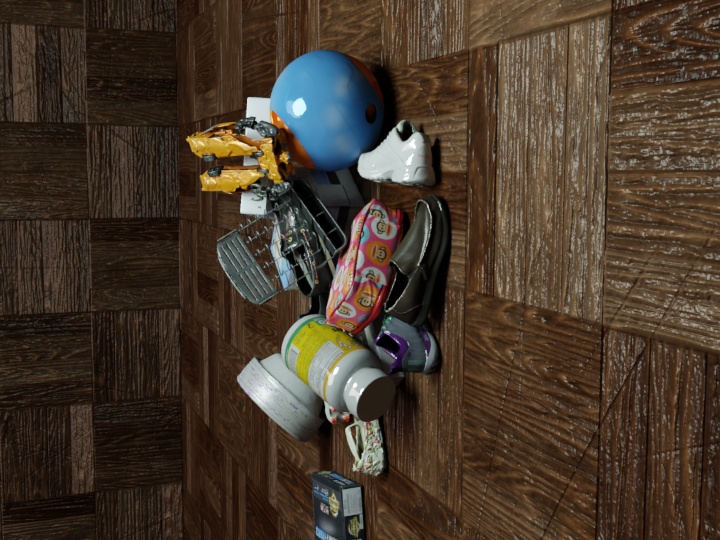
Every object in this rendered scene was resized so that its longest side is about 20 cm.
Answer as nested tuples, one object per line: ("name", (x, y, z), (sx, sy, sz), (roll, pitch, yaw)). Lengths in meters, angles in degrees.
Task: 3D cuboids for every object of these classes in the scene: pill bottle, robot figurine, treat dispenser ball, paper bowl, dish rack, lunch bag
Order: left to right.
("robot figurine", (-0.193, -0.189, 1.564), (0.197, 0.058, 0.147), (1, 118, 29))
("dish rack", (-0.138, -0.044, 1.572), (0.154, 0.198, 0.055), (53, 165, 18))
("paper bowl", (-0.154, 0.253, 1.942), (0.105, 0.200, 0.200), (-49, 26, -3))
("treat dispenser ball", (-0.057, -0.271, 1.592), (0.200, 0.197, 0.205), (178, 90, -69))
("pill bottle", (-0.035, 0.164, 1.553), (0.199, 0.111, 0.115), (34, 125, 43))
("lunch bag", (0.000, 0.000, 1.552), (0.176, 0.081, 0.203), (131, 157, -58))

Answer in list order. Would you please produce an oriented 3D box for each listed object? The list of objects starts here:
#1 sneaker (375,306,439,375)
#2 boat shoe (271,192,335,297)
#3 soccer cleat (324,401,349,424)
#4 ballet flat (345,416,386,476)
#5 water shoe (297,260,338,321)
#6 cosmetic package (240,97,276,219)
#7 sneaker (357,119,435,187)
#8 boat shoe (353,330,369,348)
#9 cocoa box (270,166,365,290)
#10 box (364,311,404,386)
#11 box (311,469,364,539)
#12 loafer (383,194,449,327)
("sneaker", (0.056, 0.079, 1.481), (0.202, 0.086, 0.075), (-113, 30, -43))
("boat shoe", (-0.108, -0.050, 1.637), (0.073, 0.062, 0.204), (-35, 76, 48))
("soccer cleat", (-0.045, 0.201, 1.789), (0.078, 0.068, 0.203), (-122, 33, -57))
("ballet flat", (0.002, 0.267, 1.673), (0.076, 0.063, 0.204), (126, 138, -59))
("water shoe", (-0.047, 0.025, 1.687), (0.071, 0.078, 0.203), (17, 84, 64))
("cosmetic package", (-0.175, -0.199, 1.691), (0.151, 0.051, 0.204), (4, -90, -88))
("sneaker", (0.062, -0.187, 1.483), (0.199, 0.077, 0.102), (15, 99, 59))
("boat shoe", (-0.002, 0.141, 1.658), (0.202, 0.071, 0.073), (-114, 32, -43))
("cocoa box", (-0.085, -0.079, 1.777), (0.134, 0.129, 0.202), (-115, 31, -45))
("box", (0.031, 0.101, 1.613), (0.039, 0.041, 0.203), (122, 140, -54))
("box", (-0.044, 0.509, 1.839), (0.199, 0.049, 0.203), (172, 96, -70))
("loafer", (0.081, -0.016, 1.407), (0.073, 0.070, 0.204), (-160, 79, -67))
